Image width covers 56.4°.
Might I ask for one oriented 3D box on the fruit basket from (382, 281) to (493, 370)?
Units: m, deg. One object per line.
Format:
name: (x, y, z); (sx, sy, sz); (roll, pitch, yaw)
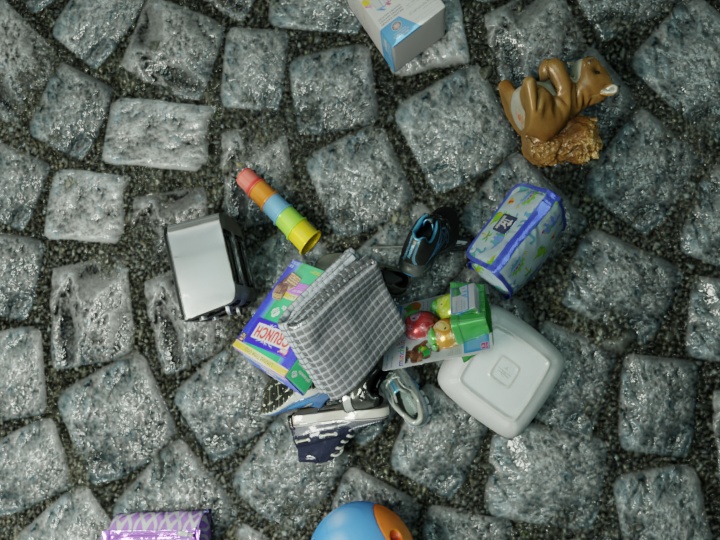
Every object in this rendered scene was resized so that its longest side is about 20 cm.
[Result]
fruit basket: (0.135, 0.093, 1.195); (0.194, 0.187, 0.096); (-8, 122, 14)

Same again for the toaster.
toaster: (-0.281, -0.008, 1.258); (0.115, 0.181, 0.206); (-15, 84, 2)

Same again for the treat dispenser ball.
treat dispenser ball: (0.003, 0.509, 1.167); (0.195, 0.201, 0.207); (-1, 85, 6)

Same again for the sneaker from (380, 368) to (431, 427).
sneaker: (0.063, 0.201, 1.246); (0.075, 0.087, 0.201); (-39, 80, 4)

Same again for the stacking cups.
stacking cups: (-0.164, -0.119, 1.320); (0.200, 0.060, 0.061); (43, 91, 13)

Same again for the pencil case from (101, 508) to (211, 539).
pencil case: (-0.377, 0.499, 1.269); (0.194, 0.085, 0.087); (-5, 82, 7)

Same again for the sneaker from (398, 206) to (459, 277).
sneaker: (0.136, -0.070, 1.218); (0.072, 0.201, 0.083); (22, 131, 15)

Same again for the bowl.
bowl: (0.259, 0.183, 1.233); (0.198, 0.075, 0.202); (35, 89, 10)

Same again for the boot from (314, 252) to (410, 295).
boot: (0.000, 0.000, 1.247); (0.194, 0.131, 0.070); (10, 85, 7)

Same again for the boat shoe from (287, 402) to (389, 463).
boat shoe: (-0.036, 0.304, 1.261); (0.194, 0.075, 0.096); (-8, 92, 12)

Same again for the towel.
towel: (-0.021, 0.088, 1.116); (0.200, 0.085, 0.168); (-43, 117, -22)

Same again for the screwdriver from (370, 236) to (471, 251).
screwdriver: (0.117, -0.047, 1.295); (0.194, 0.029, 0.029); (-3, 85, 10)

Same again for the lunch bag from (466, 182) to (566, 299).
lunch bag: (0.276, -0.051, 1.187); (0.127, 0.200, 0.171); (38, 90, 8)

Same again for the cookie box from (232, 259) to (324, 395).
cookie box: (-0.112, 0.097, 1.215); (0.169, 0.075, 0.202); (18, 68, 44)

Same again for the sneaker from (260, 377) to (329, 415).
sneaker: (-0.106, 0.234, 1.257); (0.197, 0.089, 0.080); (-24, 44, 28)

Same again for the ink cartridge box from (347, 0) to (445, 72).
ink cartridge box: (0.057, -0.518, 1.290); (0.127, 0.125, 0.202); (-35, 83, 2)

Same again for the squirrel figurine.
squirrel figurine: (0.381, -0.296, 1.248); (0.182, 0.141, 0.205); (-18, 97, -6)

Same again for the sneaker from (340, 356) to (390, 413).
sneaker: (0.017, 0.155, 1.214); (0.088, 0.066, 0.206); (-3, 74, 26)
